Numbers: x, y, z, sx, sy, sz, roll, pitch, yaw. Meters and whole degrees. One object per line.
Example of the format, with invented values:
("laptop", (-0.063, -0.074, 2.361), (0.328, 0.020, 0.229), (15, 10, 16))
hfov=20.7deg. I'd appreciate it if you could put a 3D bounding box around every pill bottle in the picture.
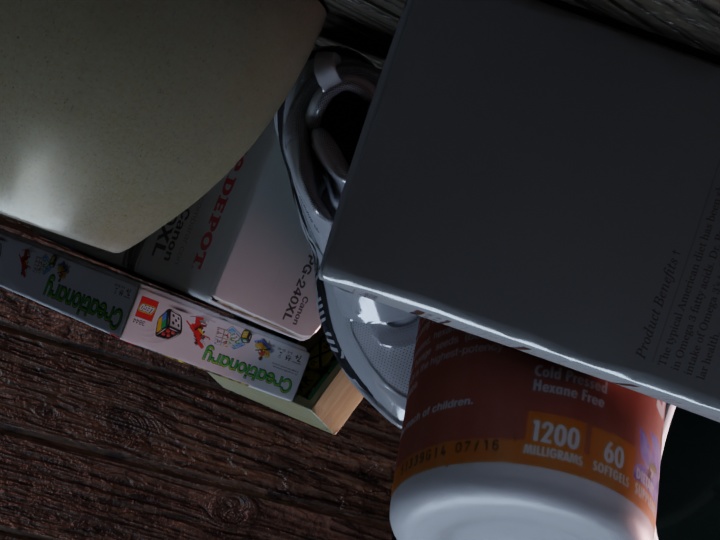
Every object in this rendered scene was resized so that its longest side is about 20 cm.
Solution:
("pill bottle", (0.079, 0.030, 0.859), (0.111, 0.202, 0.113), (7, 150, 4))

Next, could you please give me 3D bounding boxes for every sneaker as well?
("sneaker", (0.008, -0.013, 0.941), (0.074, 0.202, 0.115), (-18, -178, -2))

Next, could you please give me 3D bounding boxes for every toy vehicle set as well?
("toy vehicle set", (0.000, 0.000, 1.203), (0.124, 0.201, 0.027), (15, 153, 51))

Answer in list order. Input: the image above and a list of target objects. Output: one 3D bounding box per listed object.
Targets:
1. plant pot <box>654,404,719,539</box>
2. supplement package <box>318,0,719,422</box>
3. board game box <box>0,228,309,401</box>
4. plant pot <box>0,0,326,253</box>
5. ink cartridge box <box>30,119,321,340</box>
("plant pot", (0.140, 0.033, 1.029), (0.195, 0.202, 0.200), (29, -175, 39))
("supplement package", (0.094, -0.019, 0.736), (0.198, 0.118, 0.117), (20, 178, 0))
("board game box", (-0.135, 0.023, 1.173), (0.126, 0.035, 0.199), (23, 177, -37))
("plant pot", (-0.130, -0.086, 0.887), (0.198, 0.136, 0.200), (20, 179, 0))
("ink cartridge box", (-0.089, -0.057, 1.163), (0.083, 0.146, 0.199), (25, 175, -41))
